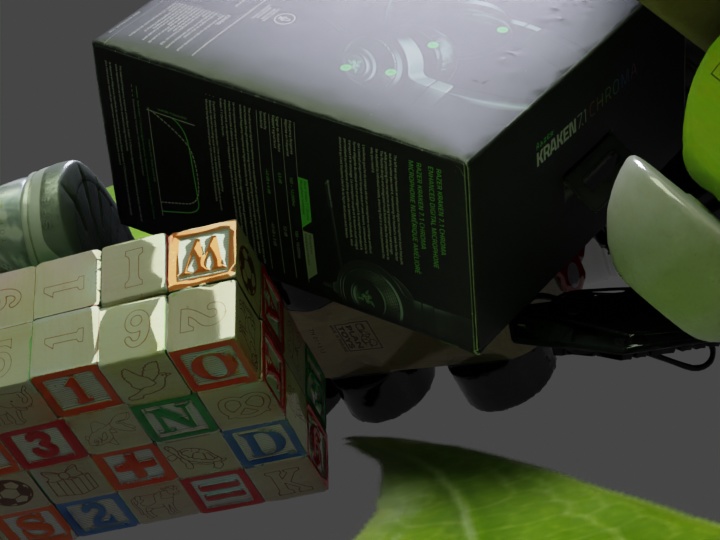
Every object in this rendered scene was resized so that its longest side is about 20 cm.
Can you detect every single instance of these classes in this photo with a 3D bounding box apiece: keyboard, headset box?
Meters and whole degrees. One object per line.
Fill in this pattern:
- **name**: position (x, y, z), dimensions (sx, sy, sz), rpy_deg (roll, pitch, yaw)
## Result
- **keyboard**: position (0.149, 0.028, 0.970), dimensions (0.199, 0.040, 0.104), rpy_deg (-4, 11, -38)
- **headset box**: position (0.022, -0.071, 0.963), dimensions (0.199, 0.093, 0.174), rpy_deg (18, 42, 29)

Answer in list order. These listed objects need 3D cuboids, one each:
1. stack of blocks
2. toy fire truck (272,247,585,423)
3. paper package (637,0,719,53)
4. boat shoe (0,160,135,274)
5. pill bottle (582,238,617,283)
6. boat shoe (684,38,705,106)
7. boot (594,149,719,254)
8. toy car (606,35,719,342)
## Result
- **stack of blocks**: position (-0.124, 0.056, 0.955), dimensions (0.198, 0.115, 0.059), rpy_deg (-13, 51, 13)
- **toy fire truck**: position (0.033, -0.022, 1.101), dimensions (0.175, 0.129, 0.201), rpy_deg (-9, 39, 33)
- **paper package**: position (0.193, -0.153, 0.957), dimensions (0.103, 0.190, 0.201), rpy_deg (-45, 27, 29)
- **boat shoe**: position (-0.122, 0.024, 1.020), dimensions (0.064, 0.075, 0.202), rpy_deg (-9, -31, 11)
- **pill bottle**: position (0.190, -0.053, 1.173), dimensions (0.198, 0.112, 0.111), rpy_deg (-13, 9, 8)
- **boat shoe**: position (0.111, -0.116, 1.052), dimensions (0.199, 0.076, 0.074), rpy_deg (15, 61, 30)
- **boot**: position (0.186, -0.047, 1.059), dimensions (0.161, 0.074, 0.199), rpy_deg (-27, 48, -5)
- **toy car**: position (0.202, -0.020, 0.823), dimensions (0.150, 0.176, 0.200), rpy_deg (29, 12, -44)
